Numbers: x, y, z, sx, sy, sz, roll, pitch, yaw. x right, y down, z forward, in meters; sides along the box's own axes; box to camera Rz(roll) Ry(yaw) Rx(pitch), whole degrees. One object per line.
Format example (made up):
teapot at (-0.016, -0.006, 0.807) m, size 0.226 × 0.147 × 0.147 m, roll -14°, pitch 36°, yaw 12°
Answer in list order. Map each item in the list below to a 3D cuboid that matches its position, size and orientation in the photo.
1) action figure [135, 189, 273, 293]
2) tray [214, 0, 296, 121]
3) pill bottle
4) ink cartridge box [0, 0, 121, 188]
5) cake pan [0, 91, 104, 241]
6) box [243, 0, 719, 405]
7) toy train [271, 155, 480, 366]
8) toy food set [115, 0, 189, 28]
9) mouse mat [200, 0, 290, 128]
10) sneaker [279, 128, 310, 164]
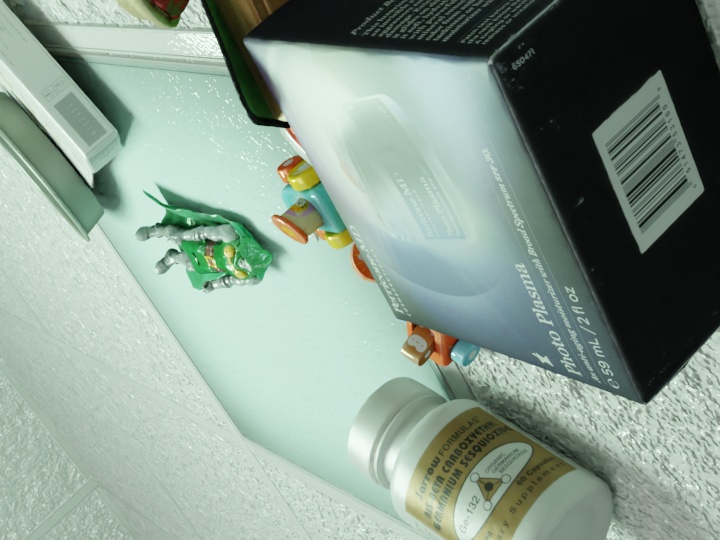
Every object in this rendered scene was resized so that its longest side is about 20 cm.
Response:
action figure at (-0.145, -0.018, 1.218) m, size 0.200 × 0.055 × 0.118 m, roll 6°, pitch 132°, yaw 53°
tray at (-0.043, -0.187, 0.672) m, size 0.037 × 0.099 × 0.200 m, roll 15°, pitch 142°, yaw 44°
pill bottle at (0.089, 0.168, 1.010) m, size 0.200 × 0.114 × 0.114 m, roll 30°, pitch 153°, yaw 37°
ink cartridge box at (-0.319, -0.182, 1.269) m, size 0.200 × 0.045 × 0.176 m, roll 49°, pitch 170°, yaw -3°
cake pan at (-0.352, -0.118, 1.405) m, size 0.200 × 0.037 × 0.200 m, roll 46°, pitch 169°, yaw 12°
box at (0.074, -0.061, 0.643) m, size 0.198 × 0.123 × 0.200 m, roll 18°, pitch 144°, yaw 53°
toy train at (0.000, 0.000, 0.970) m, size 0.200 × 0.056 × 0.150 m, roll 37°, pitch 156°, yaw 23°
toy food set at (-0.142, -0.236, 0.727) m, size 0.198 × 0.049 × 0.200 m, roll -99°, pitch -15°, yaw -63°
mouse mat at (-0.087, -0.175, 0.732) m, size 0.161 × 0.008 × 0.200 m, roll -50°, pitch -63°, yaw -83°
sneaker at (0.024, -0.064, 0.799) m, size 0.200 × 0.077 × 0.082 m, roll 44°, pitch 152°, yaw 7°
